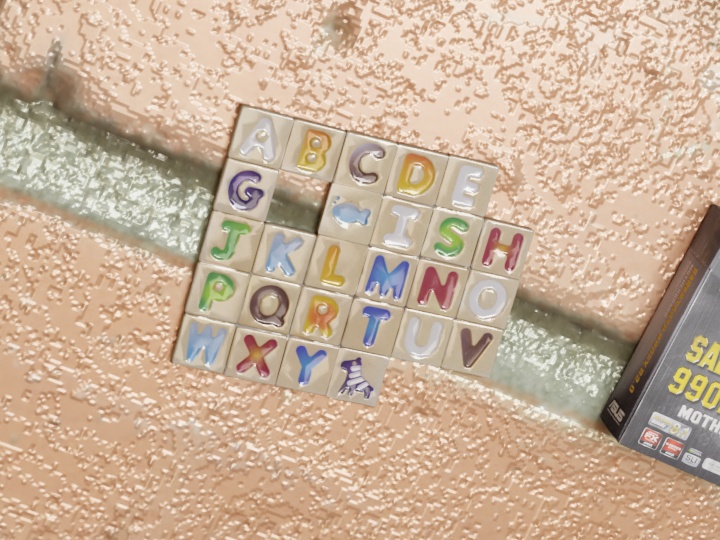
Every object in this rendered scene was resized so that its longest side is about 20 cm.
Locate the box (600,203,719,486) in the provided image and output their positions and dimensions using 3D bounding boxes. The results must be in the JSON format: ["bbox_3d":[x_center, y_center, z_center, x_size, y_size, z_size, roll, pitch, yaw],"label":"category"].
[{"bbox_3d":[0.276,0.070,1.642,0.199,0.048,0.159,24,102,-17],"label":"box"}]

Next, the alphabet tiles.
[{"bbox_3d":[0.000,0.000,1.589,0.199,0.008,0.168,13,104,-14],"label":"alphabet tiles"}]
